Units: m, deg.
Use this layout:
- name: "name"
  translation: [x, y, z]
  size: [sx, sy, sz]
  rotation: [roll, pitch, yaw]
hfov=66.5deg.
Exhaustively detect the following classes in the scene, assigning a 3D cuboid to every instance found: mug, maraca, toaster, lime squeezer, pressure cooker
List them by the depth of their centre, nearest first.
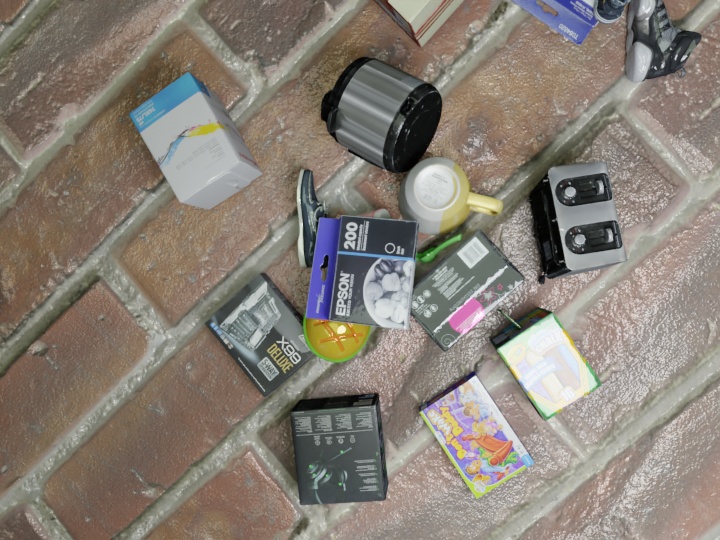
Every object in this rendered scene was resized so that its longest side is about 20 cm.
- name: "toaster"
  translation: [0.384, -0.081, 0.994]
  size: [0.118, 0.200, 0.183]
  rotation: [-8, 82, 5]
- name: "pressure cooker"
  translation: [0.032, -0.298, 1.028]
  size: [0.199, 0.176, 0.180]
  rotation: [33, 95, 20]
- name: "mug"
  translation: [0.159, -0.151, 1.030]
  size: [0.185, 0.153, 0.151]
  rotation: [-18, 88, 7]
- name: "lime squeezer"
  translation: [0.107, -0.048, 1.081]
  size: [0.199, 0.071, 0.038]
  rotation: [11, 54, 34]
- name: "maraca"
  translation: [-0.037, 0.082, 1.087]
  size: [0.136, 0.107, 0.201]
  rotation: [24, 70, -11]

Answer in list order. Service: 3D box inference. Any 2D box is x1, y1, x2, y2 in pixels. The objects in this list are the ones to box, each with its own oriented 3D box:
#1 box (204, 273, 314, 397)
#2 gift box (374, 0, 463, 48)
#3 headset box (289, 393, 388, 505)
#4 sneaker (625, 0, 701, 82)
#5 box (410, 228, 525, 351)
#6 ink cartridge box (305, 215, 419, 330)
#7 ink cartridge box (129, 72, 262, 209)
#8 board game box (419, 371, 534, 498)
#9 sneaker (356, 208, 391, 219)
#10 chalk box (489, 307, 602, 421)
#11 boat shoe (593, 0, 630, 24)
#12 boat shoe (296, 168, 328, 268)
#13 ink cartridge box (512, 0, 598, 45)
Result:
- name: "box"
  translation: [-0.196, 0.131, 1.132]
  size: [0.157, 0.050, 0.200]
  rotation: [-40, 86, 6]
- name: "gift box"
  translation: [0.125, -0.547, 1.019]
  size: [0.200, 0.185, 0.187]
  rotation: [44, 105, 1]
- name: "headset box"
  translation: [-0.038, 0.361, 1.094]
  size: [0.172, 0.093, 0.202]
  rotation: [-7, 90, 7]
- name: "sneaker"
  translation: [0.561, -0.451, 1.015]
  size: [0.113, 0.075, 0.202]
  rotation: [2, 97, 6]
- name: "box"
  translation: [0.190, 0.035, 1.050]
  size: [0.200, 0.115, 0.132]
  rotation: [-43, 84, 5]
- name: "ink cartridge box"
  translation: [0.000, 0.000, 1.010]
  size: [0.198, 0.043, 0.200]
  rotation: [5, 82, 12]
- name: "ink cartridge box"
  translation: [-0.320, -0.248, 1.092]
  size: [0.145, 0.147, 0.201]
  rotation: [-31, 87, 6]
- name: "board game box"
  translation: [0.227, 0.323, 1.084]
  size: [0.134, 0.045, 0.201]
  rotation: [-35, 87, 7]
- name: "sneaker"
  translation: [0.016, -0.016, 1.091]
  size: [0.104, 0.075, 0.202]
  rotation: [-6, 94, 27]
- name: "chalk box"
  translation: [0.328, 0.150, 1.029]
  size: [0.123, 0.125, 0.201]
  rotation: [-33, 88, 7]
- name: "boat shoe"
  translation: [0.476, -0.552, 0.974]
  size: [0.070, 0.091, 0.202]
  rotation: [13, 94, 4]
- name: "boat shoe"
  translation: [-0.094, -0.103, 1.102]
  size: [0.061, 0.075, 0.202]
  rotation: [-1, 92, 9]
- name: "ink cartridge box"
  translation: [0.404, -0.571, 1.047]
  size: [0.199, 0.041, 0.201]
  rotation: [36, 96, 5]
